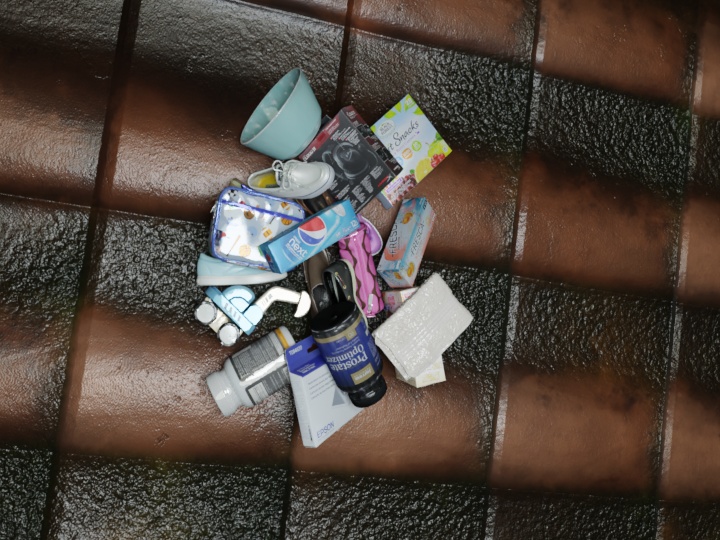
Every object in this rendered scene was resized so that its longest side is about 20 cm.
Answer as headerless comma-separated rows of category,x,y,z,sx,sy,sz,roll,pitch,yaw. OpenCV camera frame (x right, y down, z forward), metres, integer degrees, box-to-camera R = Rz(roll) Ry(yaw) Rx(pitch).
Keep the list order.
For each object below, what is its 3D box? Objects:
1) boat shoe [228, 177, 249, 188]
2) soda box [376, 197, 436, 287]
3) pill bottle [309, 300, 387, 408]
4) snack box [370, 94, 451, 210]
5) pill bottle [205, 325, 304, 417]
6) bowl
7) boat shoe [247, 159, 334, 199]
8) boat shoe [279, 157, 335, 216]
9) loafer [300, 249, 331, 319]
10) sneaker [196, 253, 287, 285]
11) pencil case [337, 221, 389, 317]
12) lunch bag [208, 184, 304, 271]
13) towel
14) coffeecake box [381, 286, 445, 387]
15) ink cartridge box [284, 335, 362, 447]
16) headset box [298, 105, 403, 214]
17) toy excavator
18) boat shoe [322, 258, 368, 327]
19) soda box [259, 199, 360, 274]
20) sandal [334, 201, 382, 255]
boat shoe,-0.224,-0.109,1.270,0.076,0.072,0.200,-44,98,1
soda box,0.106,-0.064,1.303,0.069,0.062,0.204,47,53,-40
pill bottle,-0.018,0.175,1.192,0.110,0.112,0.204,-30,112,-13
snack box,0.085,-0.273,1.347,0.199,0.068,0.170,-41,96,-12
pill bottle,-0.219,0.215,1.231,0.196,0.116,0.119,-29,94,-12
bowl,-0.157,-0.318,1.243,0.104,0.199,0.203,39,80,-28
boat shoe,-0.154,-0.197,1.214,0.196,0.086,0.077,-1,78,28
boat shoe,-0.112,-0.174,1.278,0.070,0.070,0.201,-43,83,9
loafer,-0.087,0.022,1.293,0.071,0.071,0.206,-13,91,-13
sneaker,-0.256,-0.011,1.253,0.194,0.074,0.085,-2,90,-15
pencil case,0.000,0.000,1.281,0.088,0.094,0.206,-13,104,6
lunch bag,-0.217,-0.087,1.198,0.195,0.075,0.166,13,88,-23
towel,0.129,0.117,1.201,0.200,0.034,0.133,-43,97,-11
coffeecake box,0.115,0.141,1.294,0.071,0.153,0.207,-10,90,-13
ink cartridge box,-0.071,0.236,1.234,0.198,0.040,0.206,-22,102,-57
headset box,-0.027,-0.241,1.260,0.148,0.077,0.201,-40,94,28
toy excavator,-0.229,0.076,1.240,0.194,0.100,0.201,43,80,-8
boat shoe,-0.034,0.082,1.254,0.062,0.072,0.207,-27,110,-41
soda box,-0.101,-0.070,1.175,0.197,0.067,0.065,-33,105,-21
sandal,-0.029,-0.110,1.322,0.202,0.050,0.083,44,80,-7
